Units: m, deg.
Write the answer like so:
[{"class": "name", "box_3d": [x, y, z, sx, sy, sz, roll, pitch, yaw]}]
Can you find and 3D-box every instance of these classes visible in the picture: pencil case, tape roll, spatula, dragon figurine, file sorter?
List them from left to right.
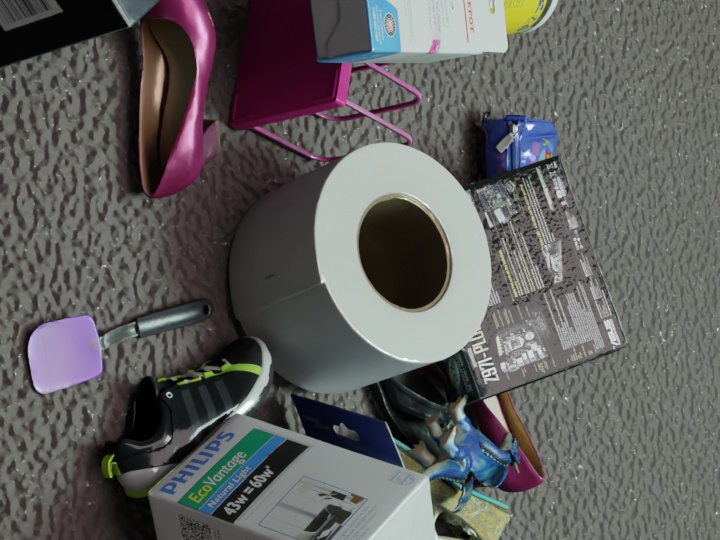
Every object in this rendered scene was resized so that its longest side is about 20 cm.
[{"class": "spatula", "box_3d": [-0.198, 0.053, 1.619, 0.200, 0.020, 0.057, -19, 103, -47]}, {"class": "file sorter", "box_3d": [-0.016, -0.214, 1.767, 0.125, 0.139, 0.201, 25, 66, -42]}, {"class": "tape roll", "box_3d": [0.000, 0.000, 1.726, 0.202, 0.139, 0.204, 12, 69, -34]}, {"class": "dragon figurine", "box_3d": [0.099, 0.185, 1.780, 0.100, 0.059, 0.200, 51, 24, -11]}, {"class": "pencil case", "box_3d": [0.161, -0.066, 1.967, 0.087, 0.078, 0.201, 39, 52, -70]}]

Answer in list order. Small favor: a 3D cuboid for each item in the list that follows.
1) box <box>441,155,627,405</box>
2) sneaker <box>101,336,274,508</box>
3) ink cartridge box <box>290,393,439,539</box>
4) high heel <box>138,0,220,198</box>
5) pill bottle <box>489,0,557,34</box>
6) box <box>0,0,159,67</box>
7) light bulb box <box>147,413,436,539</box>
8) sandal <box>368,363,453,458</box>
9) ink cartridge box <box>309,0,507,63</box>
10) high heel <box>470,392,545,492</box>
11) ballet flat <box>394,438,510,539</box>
[{"class": "box", "box_3d": [0.144, 0.011, 1.861, 0.163, 0.086, 0.201, -19, 86, -15]}, {"class": "sneaker", "box_3d": [-0.147, 0.112, 1.626, 0.083, 0.072, 0.200, 55, 50, -23]}, {"class": "ink cartridge box", "box_3d": [0.004, 0.215, 1.677, 0.047, 0.197, 0.201, -32, 106, -21]}, {"class": "high heel", "box_3d": [-0.167, -0.164, 1.631, 0.096, 0.067, 0.201, -45, 129, -51]}, {"class": "pill bottle", "box_3d": [0.102, -0.290, 1.919, 0.199, 0.112, 0.113, -11, 91, -46]}, {"class": "box", "box_3d": [-0.217, -0.272, 1.525, 0.200, 0.196, 0.118, -51, 120, -38]}, {"class": "light bulb box", "box_3d": [-0.049, 0.251, 1.573, 0.125, 0.199, 0.199, -41, 136, -42]}, {"class": "sandal", "box_3d": [0.045, 0.105, 1.837, 0.201, 0.048, 0.075, 55, 46, -21]}, {"class": "ink cartridge box", "box_3d": [0.042, -0.243, 1.683, 0.200, 0.068, 0.116, -6, 90, -50]}, {"class": "high heel", "box_3d": [0.140, 0.120, 1.903, 0.067, 0.096, 0.201, 9, 77, -44]}, {"class": "ballet flat", "box_3d": [0.068, 0.220, 1.841, 0.200, 0.070, 0.071, 34, 61, -37]}]
